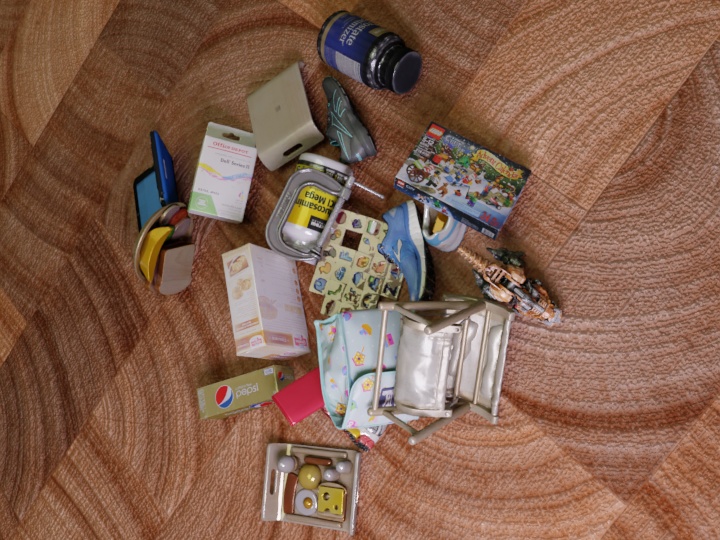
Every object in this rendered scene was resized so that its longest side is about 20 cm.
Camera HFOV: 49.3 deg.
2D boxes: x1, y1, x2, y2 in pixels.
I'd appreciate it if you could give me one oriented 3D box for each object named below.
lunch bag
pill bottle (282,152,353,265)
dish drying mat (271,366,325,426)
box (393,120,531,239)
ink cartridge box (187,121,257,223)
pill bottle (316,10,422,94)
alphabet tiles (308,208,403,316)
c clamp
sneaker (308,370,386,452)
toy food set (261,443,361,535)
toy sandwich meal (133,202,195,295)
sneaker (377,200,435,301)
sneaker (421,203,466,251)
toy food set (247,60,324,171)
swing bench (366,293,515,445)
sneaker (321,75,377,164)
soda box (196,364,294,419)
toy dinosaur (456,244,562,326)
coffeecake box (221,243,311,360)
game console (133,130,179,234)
[{"bbox_3d":[0.021,0.171,1.367,0.122,0.169,0.202,-26,69,55],"label":"lunch bag"},{"bbox_3d":[-0.093,-0.118,1.529,0.112,0.112,0.202,17,89,31],"label":"pill bottle"},{"bbox_3d":[-0.060,0.206,1.437,0.199,0.018,0.077,-30,50,-19],"label":"dish drying mat"},{"bbox_3d":[0.176,-0.158,1.355,0.199,0.038,0.137,28,67,10],"label":"box"},{"bbox_3d":[-0.286,-0.210,1.651,0.116,0.067,0.202,12,85,-14],"label":"ink cartridge box"},{"bbox_3d":[0.019,-0.419,1.525,0.199,0.112,0.112,34,98,30],"label":"pill bottle"},{"bbox_3d":[0.000,0.000,1.477,0.166,0.008,0.202,17,89,7],"label":"alphabet tiles"},{"bbox_3d":[-0.076,-0.100,1.460,0.170,0.027,0.201,32,88,-4],"label":"c clamp"},{"bbox_3d":[-0.026,0.247,1.453,0.082,0.078,0.200,-43,55,-14],"label":"sneaker"},{"bbox_3d":[-0.091,0.400,1.449,0.199,0.060,0.145,-1,79,30],"label":"toy food set"},{"bbox_3d":[-0.401,-0.043,1.658,0.070,0.205,0.206,26,94,17],"label":"toy sandwich meal"},{"bbox_3d":[0.081,-0.024,1.426,0.088,0.079,0.202,-15,67,13],"label":"sneaker"},{"bbox_3d":[0.163,-0.138,1.406,0.076,0.081,0.202,9,83,32],"label":"sneaker"},{"bbox_3d":[-0.156,-0.326,1.645,0.143,0.060,0.201,-28,60,24],"label":"toy food set"},{"bbox_3d":[0.132,0.152,1.280,0.129,0.199,0.201,25,114,49],"label":"swing bench"},{"bbox_3d":[-0.041,-0.297,1.550,0.079,0.075,0.201,-30,67,9],"label":"sneaker"},{"bbox_3d":[-0.228,0.244,1.562,0.199,0.068,0.065,-19,72,25],"label":"soda box"},{"bbox_3d":[0.247,0.016,1.290,0.102,0.136,0.201,-33,107,4],"label":"toy dinosaur"},{"bbox_3d":[-0.181,0.065,1.520,0.073,0.153,0.202,-20,71,26],"label":"coffeecake box"},{"bbox_3d":[-0.471,-0.177,1.749,0.117,0.171,0.201,-15,64,-1],"label":"game console"}]
